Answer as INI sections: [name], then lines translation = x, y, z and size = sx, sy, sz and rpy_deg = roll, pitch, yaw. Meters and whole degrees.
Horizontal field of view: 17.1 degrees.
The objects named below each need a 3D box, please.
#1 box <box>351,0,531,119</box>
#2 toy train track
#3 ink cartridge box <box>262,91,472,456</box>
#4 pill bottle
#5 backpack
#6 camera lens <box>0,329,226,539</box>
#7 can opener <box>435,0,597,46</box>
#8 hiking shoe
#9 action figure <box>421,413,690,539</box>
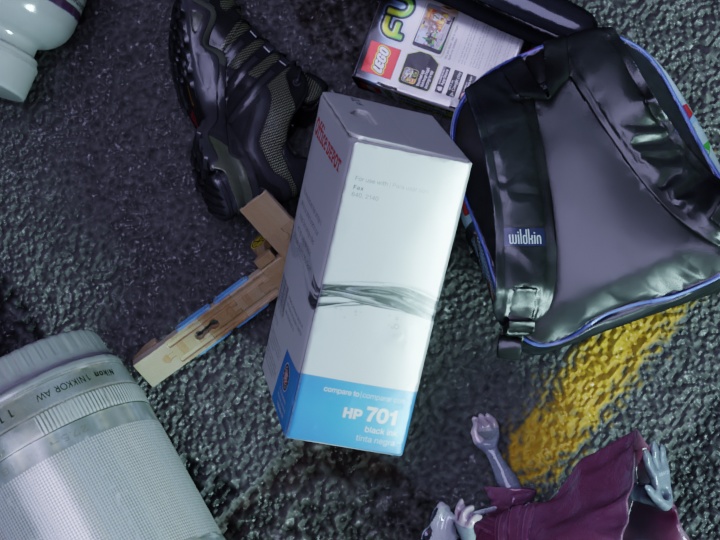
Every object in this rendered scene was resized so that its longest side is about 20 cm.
[box]
translation = 0.079, -0.208, 1.682
size = 0.110, 0.035, 0.201
rpy_deg = 20, 84, 12
[toy train track]
translation = -0.075, 0.009, 1.666
size = 0.200, 0.033, 0.115
rpy_deg = -36, 116, 10
[ink cartridge box]
translation = 0.000, 0.000, 1.566
size = 0.085, 0.147, 0.201
rpy_deg = 11, 104, -11
[pill bottle]
translation = -0.239, -0.227, 1.696
size = 0.112, 0.112, 0.201
rpy_deg = 21, 84, 12
[backpack]
translation = 0.150, -0.056, 1.588
size = 0.199, 0.154, 0.191
rpy_deg = -20, 85, -3
[camera lens]
translation = -0.191, 0.161, 1.599
size = 0.160, 0.160, 0.201
rpy_deg = -31, 77, 3
[can opener]
translation = 0.070, -0.199, 1.631
size = 0.199, 0.063, 0.079
rpy_deg = 27, 85, 13
[hiking shoe]
translation = -0.077, -0.133, 1.684
size = 0.100, 0.076, 0.201
rpy_deg = -6, 74, -15
[action figure]
translation = 0.122, 0.179, 1.586
size = 0.199, 0.134, 0.149
rpy_deg = -18, 113, 34
